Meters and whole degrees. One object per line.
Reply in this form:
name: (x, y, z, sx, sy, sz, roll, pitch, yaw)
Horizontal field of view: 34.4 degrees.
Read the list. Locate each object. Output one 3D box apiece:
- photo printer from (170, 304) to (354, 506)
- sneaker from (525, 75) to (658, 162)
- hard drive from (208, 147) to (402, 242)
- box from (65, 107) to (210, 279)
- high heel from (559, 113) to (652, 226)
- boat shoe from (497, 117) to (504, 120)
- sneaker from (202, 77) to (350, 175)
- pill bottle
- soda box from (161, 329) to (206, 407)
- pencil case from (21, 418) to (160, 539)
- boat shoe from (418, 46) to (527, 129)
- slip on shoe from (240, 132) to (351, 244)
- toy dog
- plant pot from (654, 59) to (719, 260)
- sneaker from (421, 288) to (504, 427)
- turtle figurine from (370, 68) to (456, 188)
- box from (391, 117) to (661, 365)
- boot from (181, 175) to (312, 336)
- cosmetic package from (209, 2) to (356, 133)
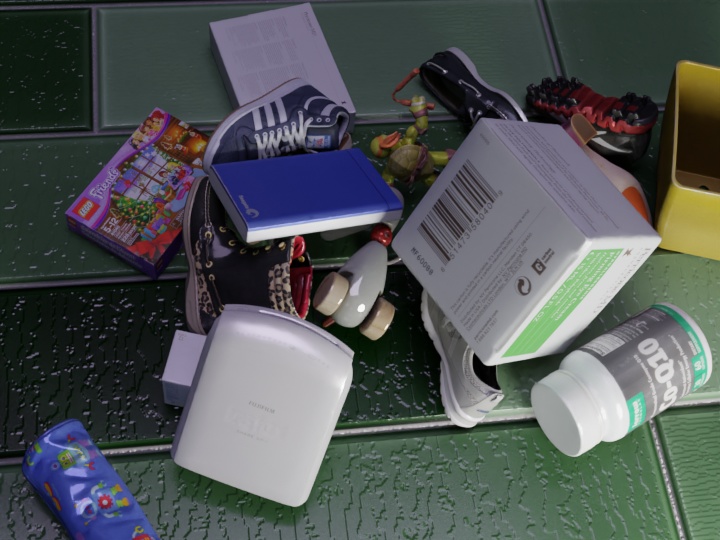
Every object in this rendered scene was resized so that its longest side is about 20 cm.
photo printer: (-0.103, 0.140, 1.258, 0.164, 0.202, 0.070, 20, 21, -3)
sneaker: (0.312, -0.202, 1.585, 0.199, 0.099, 0.071, 22, 49, 34)
hard drive: (-0.066, -0.093, 1.381, 0.197, 0.026, 0.132, -9, 41, -25)
box: (-0.260, -0.101, 1.476, 0.135, 0.039, 0.201, 28, 61, 10)
high heel: (0.313, -0.110, 1.557, 0.067, 0.096, 0.202, -27, 85, -32)
boat shoe: (0.207, -0.141, 1.471, 0.074, 0.199, 0.076, -51, 62, 15)
sneaker: (-0.098, -0.163, 1.443, 0.108, 0.071, 0.200, 32, 54, 24)
pill bottle: (0.305, 0.129, 1.365, 0.198, 0.114, 0.114, -28, 66, -20)
soda box: (-0.126, 0.131, 1.342, 0.197, 0.064, 0.069, 12, 59, 0)
pencil case: (-0.287, 0.256, 1.240, 0.086, 0.078, 0.201, -19, 60, -42)
boat shoe: (0.155, -0.224, 1.582, 0.060, 0.076, 0.200, -27, 54, -21)
slip on shoe: (-0.085, -0.109, 1.490, 0.075, 0.061, 0.200, 25, 55, 29)
toy dog: (0.000, 0.000, 1.421, 0.132, 0.096, 0.200, 50, 52, -10)
plant pot: (0.471, -0.118, 1.493, 0.196, 0.177, 0.203, 12, 58, 0)
sneaker: (0.131, 0.079, 1.382, 0.074, 0.082, 0.203, 8, 60, -41)
turtle figurine: (0.077, -0.147, 1.475, 0.159, 0.202, 0.065, 16, 28, -23)
box: (0.186, -0.033, 1.325, 0.170, 0.200, 0.201, -4, 48, -49)
boot: (-0.134, -0.021, 1.374, 0.148, 0.073, 0.204, -8, 72, 25)
cosmetic package: (-0.108, -0.263, 1.582, 0.148, 0.052, 0.202, -15, 63, -13)
